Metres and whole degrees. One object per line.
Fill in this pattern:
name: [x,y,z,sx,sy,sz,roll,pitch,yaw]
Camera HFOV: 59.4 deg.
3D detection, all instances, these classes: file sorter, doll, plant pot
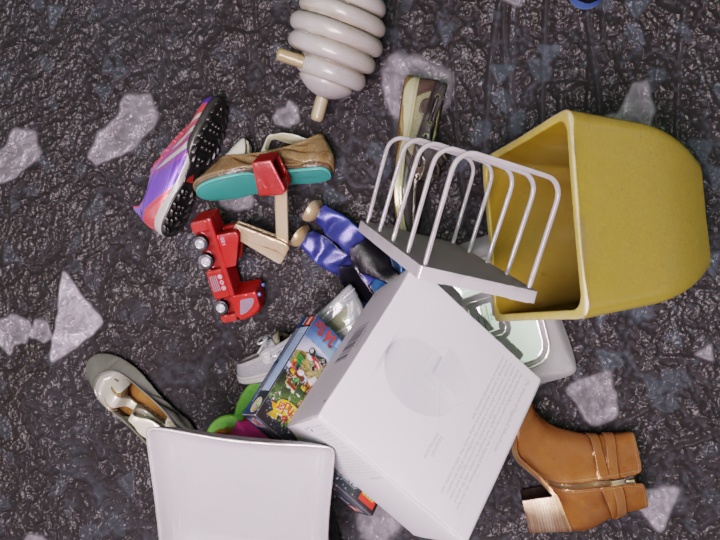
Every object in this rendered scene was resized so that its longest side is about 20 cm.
file sorter: [0.101,-0.066,0.689,0.135,0.200,0.128,12,102,-20]
doll: [0.000,0.000,0.822,0.198,0.048,0.139,37,113,13]
plant pot: [0.271,-0.050,0.709,0.193,0.194,0.203,-2,85,-15]

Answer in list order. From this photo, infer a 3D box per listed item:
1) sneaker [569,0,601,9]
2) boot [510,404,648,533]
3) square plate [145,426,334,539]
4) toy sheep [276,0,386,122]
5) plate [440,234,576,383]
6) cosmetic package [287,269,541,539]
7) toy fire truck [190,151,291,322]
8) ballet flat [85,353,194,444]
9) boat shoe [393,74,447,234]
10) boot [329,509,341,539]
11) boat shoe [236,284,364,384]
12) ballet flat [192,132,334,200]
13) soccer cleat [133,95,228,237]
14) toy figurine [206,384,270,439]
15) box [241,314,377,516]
sneaker: [0.281,-0.431,0.762,0.068,0.078,0.208,-3,90,9]
boot: [0.260,0.217,0.772,0.150,0.077,0.207,-14,88,9]
square plate: [-0.126,0.250,0.685,0.193,0.029,0.204,6,118,1]
toy sheep: [-0.034,-0.292,0.794,0.134,0.138,0.206,21,108,9]
plate: [0.158,0.062,0.811,0.194,0.032,0.206,-17,88,10]
cosmetic package: [0.061,0.146,0.695,0.199,0.123,0.201,40,62,-6]
toy fire truck: [-0.143,-0.038,0.822,0.136,0.049,0.206,-11,111,7]
ballet flat: [-0.315,0.185,0.877,0.198,0.064,0.068,36,96,8]
boat shoe: [0.078,-0.144,0.802,0.063,0.073,0.208,3,92,12]
boot: [-0.118,0.402,0.850,0.195,0.065,0.169,-23,85,14]
boat shoe: [-0.081,0.088,0.823,0.198,0.074,0.066,-26,93,17]
ballet flat: [-0.130,-0.146,0.848,0.193,0.068,0.075,-10,69,9]
soccer cleat: [-0.248,-0.151,0.864,0.072,0.068,0.205,27,96,16]
toy figurine: [-0.142,0.224,0.787,0.194,0.184,0.155,-19,87,10]
box: [-0.028,0.173,0.750,0.200,0.037,0.138,46,58,-21]
